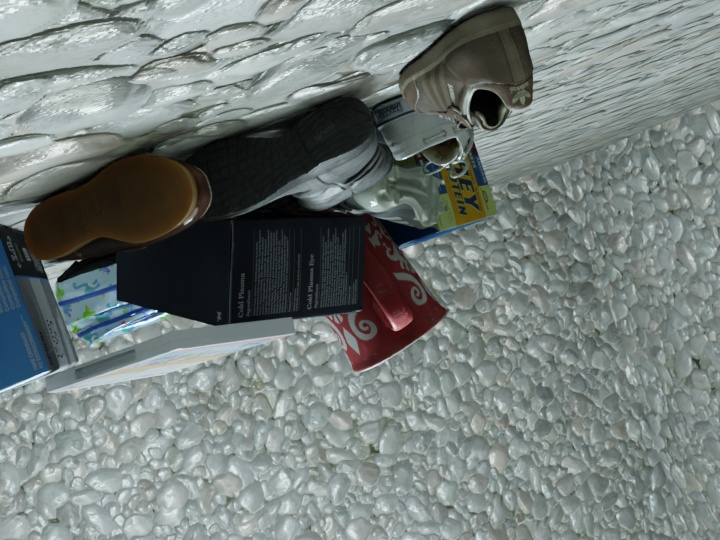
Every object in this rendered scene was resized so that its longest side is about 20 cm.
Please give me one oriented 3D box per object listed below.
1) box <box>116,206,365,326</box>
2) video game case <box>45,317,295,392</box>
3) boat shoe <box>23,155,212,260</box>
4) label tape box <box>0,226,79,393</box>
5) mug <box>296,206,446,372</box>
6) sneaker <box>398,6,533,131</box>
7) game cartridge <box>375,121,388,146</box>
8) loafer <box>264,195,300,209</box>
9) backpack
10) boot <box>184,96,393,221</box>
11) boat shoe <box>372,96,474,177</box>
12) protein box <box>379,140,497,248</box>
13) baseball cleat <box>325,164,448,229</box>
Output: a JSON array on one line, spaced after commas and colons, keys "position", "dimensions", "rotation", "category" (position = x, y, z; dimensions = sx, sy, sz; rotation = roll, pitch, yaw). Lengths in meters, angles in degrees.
[{"position": [-0.126, -0.012, 0.939], "dimensions": [0.199, 0.105, 0.181], "rotation": [9, -170, 42], "category": "box"}, {"position": [-0.177, 0.079, 0.828], "dimensions": [0.199, 0.018, 0.142], "rotation": [-19, 170, 38], "category": "video game case"}, {"position": [-0.196, -0.052, 0.755], "dimensions": [0.199, 0.071, 0.070], "rotation": [-9, 178, 33], "category": "boat shoe"}, {"position": [-0.334, 0.037, 0.838], "dimensions": [0.066, 0.144, 0.200], "rotation": [-20, 180, -9], "category": "label tape box"}, {"position": [0.006, -0.005, 1.055], "dimensions": [0.133, 0.201, 0.177], "rotation": [-34, -177, -35], "category": "mug"}, {"position": [0.082, -0.143, 0.724], "dimensions": [0.070, 0.076, 0.200], "rotation": [-19, 179, -10], "category": "sneaker"}, {"position": [-0.026, -0.128, 0.980], "dimensions": [0.132, 0.041, 0.200], "rotation": [-15, 180, 6], "category": "game cartridge"}, {"position": [-0.138, -0.075, 1.121], "dimensions": [0.072, 0.063, 0.200], "rotation": [-31, -176, -31], "category": "loafer"}, {"position": [-0.317, 0.019, 1.230], "dimensions": [0.198, 0.155, 0.163], "rotation": [-6, -168, -11], "category": "backpack"}, {"position": [-0.066, -0.080, 0.826], "dimensions": [0.198, 0.070, 0.132], "rotation": [-17, 165, 4], "category": "boot"}, {"position": [0.085, -0.138, 0.946], "dimensions": [0.074, 0.087, 0.202], "rotation": [-19, 180, 27], "category": "boat shoe"}, {"position": [0.046, -0.098, 1.210], "dimensions": [0.197, 0.136, 0.200], "rotation": [-19, 180, 31], "category": "protein box"}, {"position": [0.022, -0.089, 0.997], "dimensions": [0.106, 0.070, 0.200], "rotation": [2, 174, 25], "category": "baseball cleat"}]
